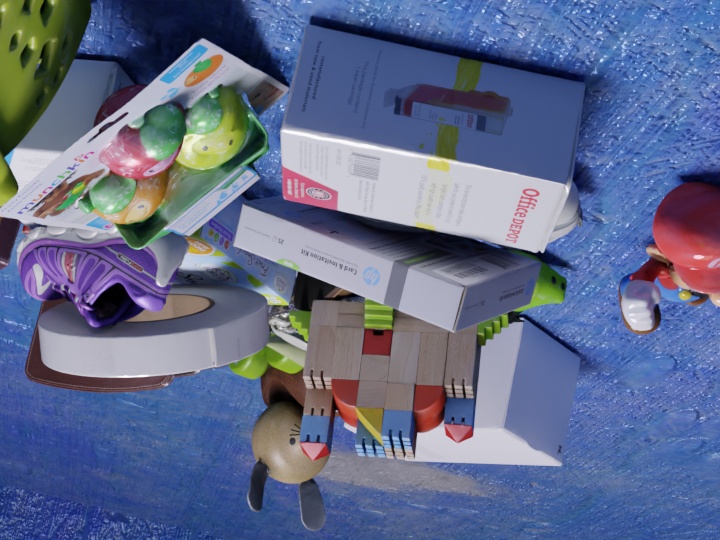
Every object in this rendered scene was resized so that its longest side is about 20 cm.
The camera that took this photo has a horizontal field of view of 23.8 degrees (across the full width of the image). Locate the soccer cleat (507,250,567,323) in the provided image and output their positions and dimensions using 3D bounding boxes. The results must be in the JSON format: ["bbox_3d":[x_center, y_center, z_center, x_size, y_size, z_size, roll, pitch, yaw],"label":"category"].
[{"bbox_3d":[0.101,0.028,1.557,0.081,0.068,0.199,24,156,-34],"label":"soccer cleat"}]

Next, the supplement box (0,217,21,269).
[{"bbox_3d":[-0.395,-0.081,1.494,0.199,0.111,0.085,22,160,-26],"label":"supplement box"}]

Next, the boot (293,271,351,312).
[{"bbox_3d":[0.000,0.000,1.542,0.075,0.074,0.200,13,160,-24],"label":"boot"}]

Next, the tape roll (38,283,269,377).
[{"bbox_3d":[-0.177,0.050,1.477,0.201,0.037,0.203,-4,-169,1],"label":"tape roll"}]

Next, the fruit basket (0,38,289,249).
[{"bbox_3d":[-0.144,-0.082,1.198,0.094,0.185,0.200,53,-171,5],"label":"fruit basket"}]

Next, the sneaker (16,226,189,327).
[{"bbox_3d":[-0.226,0.008,1.417,0.080,0.084,0.199,26,159,-37],"label":"sneaker"}]

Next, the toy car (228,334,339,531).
[{"bbox_3d":[-0.064,0.179,1.894,0.164,0.202,0.157,24,159,-31],"label":"toy car"}]

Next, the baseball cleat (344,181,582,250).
[{"bbox_3d":[0.075,-0.047,1.345,0.198,0.070,0.107,8,161,18],"label":"baseball cleat"}]

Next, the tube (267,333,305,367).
[{"bbox_3d":[-0.010,0.097,1.735,0.199,0.052,0.058,29,178,42],"label":"tube"}]

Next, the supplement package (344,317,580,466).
[{"bbox_3d":[0.104,0.124,1.747,0.199,0.121,0.121,-2,156,38],"label":"supplement package"}]

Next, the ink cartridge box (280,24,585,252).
[{"bbox_3d":[0.048,-0.090,1.211,0.198,0.084,0.145,12,162,1],"label":"ink cartridge box"}]

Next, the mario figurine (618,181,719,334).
[{"bbox_3d":[0.258,0.010,1.319,0.105,0.124,0.200,24,167,5],"label":"mario figurine"}]

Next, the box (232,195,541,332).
[{"bbox_3d":[0.023,-0.013,1.348,0.199,0.041,0.156,22,-164,23],"label":"box"}]

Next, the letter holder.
[{"bbox_3d":[-0.236,0.073,1.789,0.199,0.143,0.100,0,158,33],"label":"letter holder"}]

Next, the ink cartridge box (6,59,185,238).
[{"bbox_3d":[-0.233,-0.093,1.388,0.145,0.087,0.200,7,163,17],"label":"ink cartridge box"}]

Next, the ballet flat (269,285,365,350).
[{"bbox_3d":[-0.013,0.054,1.705,0.199,0.073,0.072,7,161,17],"label":"ballet flat"}]

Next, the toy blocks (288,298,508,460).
[{"bbox_3d":[0.027,0.102,1.498,0.198,0.138,0.100,3,153,9],"label":"toy blocks"}]

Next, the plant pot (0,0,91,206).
[{"bbox_3d":[-0.303,-0.154,1.107,0.198,0.183,0.199,12,162,6],"label":"plant pot"}]

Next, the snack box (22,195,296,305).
[{"bbox_3d":[-0.180,-0.029,1.574,0.199,0.068,0.169,0,158,29],"label":"snack box"}]
